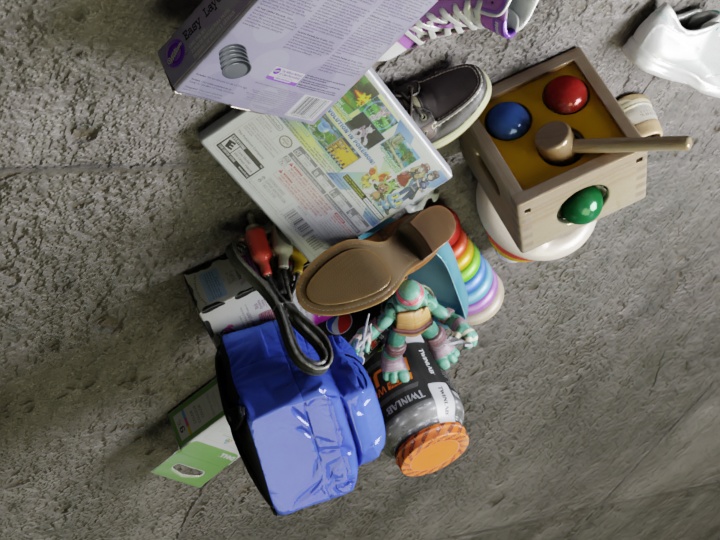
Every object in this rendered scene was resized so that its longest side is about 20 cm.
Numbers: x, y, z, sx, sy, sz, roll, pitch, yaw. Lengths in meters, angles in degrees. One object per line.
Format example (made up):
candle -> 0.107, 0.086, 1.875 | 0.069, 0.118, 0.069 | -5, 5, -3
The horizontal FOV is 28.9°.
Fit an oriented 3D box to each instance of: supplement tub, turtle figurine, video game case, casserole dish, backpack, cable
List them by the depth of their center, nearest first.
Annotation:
video game case -> -0.033, -0.118, 1.426 | 0.182, 0.022, 0.200 | -32, 125, 15
cable -> -0.084, 0.019, 1.503 | 0.097, 0.200, 0.050 | 5, 138, -30
backpack -> -0.072, 0.151, 1.571 | 0.167, 0.200, 0.163 | -16, 120, -13
turtle figurine -> 0.063, 0.066, 1.646 | 0.149, 0.101, 0.200 | -2, 155, 5
casserole dish -> 0.070, 0.000, 1.678 | 0.039, 0.121, 0.200 | -61, 149, -26
supplement tub -> 0.056, 0.157, 1.807 | 0.122, 0.200, 0.123 | -20, 148, -13

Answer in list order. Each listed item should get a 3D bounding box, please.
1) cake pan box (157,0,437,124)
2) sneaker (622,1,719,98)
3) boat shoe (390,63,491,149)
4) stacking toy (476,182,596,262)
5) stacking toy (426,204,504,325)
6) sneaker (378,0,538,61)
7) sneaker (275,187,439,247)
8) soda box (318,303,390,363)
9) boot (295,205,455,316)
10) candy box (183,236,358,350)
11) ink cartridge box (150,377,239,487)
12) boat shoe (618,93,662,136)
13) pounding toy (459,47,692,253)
cake pan box -> -0.050, -0.217, 1.244 | 0.184, 0.052, 0.200 | -41, 152, 30
sneaker -> 0.392, -0.255, 1.591 | 0.200, 0.075, 0.089 | 6, 124, -40
boat shoe -> 0.044, -0.156, 1.461 | 0.200, 0.073, 0.065 | -32, 154, 8
stacking toy -> 0.198, -0.060, 1.706 | 0.146, 0.147, 0.200 | -20, 167, -12
stacking toy -> 0.113, -0.013, 1.729 | 0.085, 0.086, 0.200 | -29, 143, 4
sneaker -> 0.088, -0.246, 1.325 | 0.200, 0.115, 0.073 | -39, 148, 21
sneaker -> -0.004, -0.093, 1.527 | 0.200, 0.074, 0.089 | -24, 145, -20
soda box -> -0.044, 0.102, 1.721 | 0.200, 0.071, 0.063 | -43, 148, -9
boot -> 0.000, 0.000, 1.506 | 0.200, 0.077, 0.155 | -37, -179, -23
candy box -> -0.092, 0.019, 1.628 | 0.199, 0.061, 0.137 | -24, 149, -6
ink cartridge box -> -0.178, 0.196, 1.822 | 0.200, 0.059, 0.104 | -38, 145, 16
boat shoe -> 0.293, -0.123, 1.702 | 0.074, 0.069, 0.200 | 0, 140, -37
pounding toy -> 0.227, -0.132, 1.513 | 0.184, 0.200, 0.142 | -25, 148, -4
